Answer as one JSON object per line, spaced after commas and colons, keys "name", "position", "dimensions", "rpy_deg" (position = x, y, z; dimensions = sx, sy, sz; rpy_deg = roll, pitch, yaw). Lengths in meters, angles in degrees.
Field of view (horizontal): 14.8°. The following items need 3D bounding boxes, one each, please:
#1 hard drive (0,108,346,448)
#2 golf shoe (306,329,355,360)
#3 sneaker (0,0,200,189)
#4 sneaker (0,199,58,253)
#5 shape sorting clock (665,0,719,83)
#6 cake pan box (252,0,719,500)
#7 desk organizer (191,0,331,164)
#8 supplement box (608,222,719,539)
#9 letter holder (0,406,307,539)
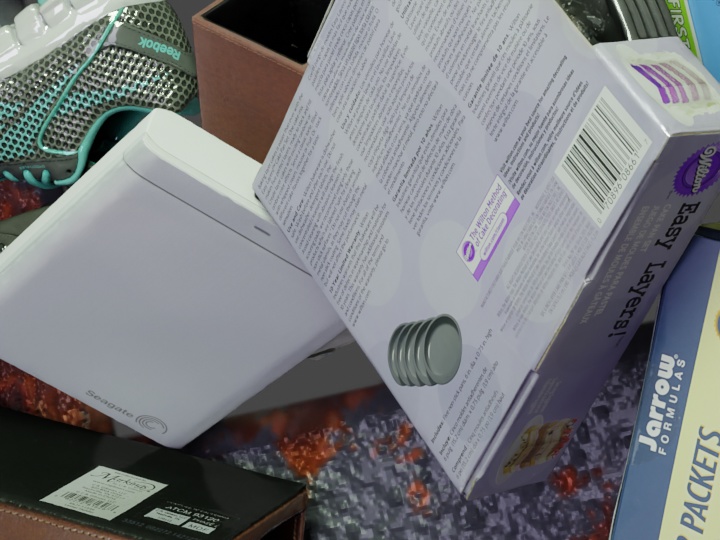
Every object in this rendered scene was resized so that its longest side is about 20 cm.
{"name": "hard drive", "position": [-0.086, 0.009, 1.245], "dimensions": [0.132, 0.027, 0.200], "rpy_deg": [30, 144, -19]}
{"name": "golf shoe", "position": [0.000, 0.000, 1.276], "dimensions": [0.200, 0.078, 0.097], "rpy_deg": [14, 128, 22]}
{"name": "sneaker", "position": [-0.158, -0.068, 1.331], "dimensions": [0.200, 0.078, 0.091], "rpy_deg": [-32, 85, 26]}
{"name": "sneaker", "position": [-0.199, 0.019, 1.348], "dimensions": [0.200, 0.091, 0.076], "rpy_deg": [-22, 84, 24]}
{"name": "shape sorting clock", "position": [0.099, -0.126, 1.087], "dimensions": [0.200, 0.039, 0.200], "rpy_deg": [36, 139, 39]}
{"name": "cake pan box", "position": [0.048, -0.045, 1.070], "dimensions": [0.184, 0.052, 0.200], "rpy_deg": [52, 133, 33]}
{"name": "desk organizer", "position": [0.021, -0.061, 1.211], "dimensions": [0.200, 0.072, 0.077], "rpy_deg": [27, 139, 31]}
{"name": "supplement box", "position": [0.234, 0.064, 1.076], "dimensions": [0.200, 0.200, 0.134], "rpy_deg": [16, 102, 29]}
{"name": "letter holder", "position": [-0.139, 0.160, 1.319], "dimensions": [0.200, 0.101, 0.142], "rpy_deg": [13, 111, 24]}
